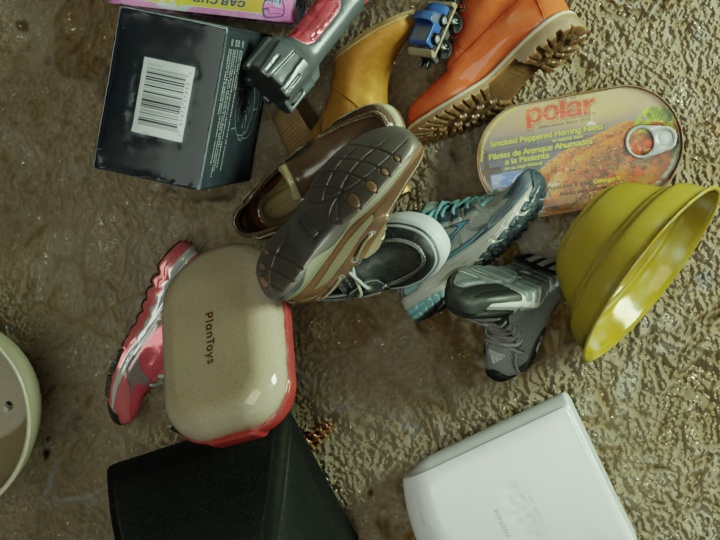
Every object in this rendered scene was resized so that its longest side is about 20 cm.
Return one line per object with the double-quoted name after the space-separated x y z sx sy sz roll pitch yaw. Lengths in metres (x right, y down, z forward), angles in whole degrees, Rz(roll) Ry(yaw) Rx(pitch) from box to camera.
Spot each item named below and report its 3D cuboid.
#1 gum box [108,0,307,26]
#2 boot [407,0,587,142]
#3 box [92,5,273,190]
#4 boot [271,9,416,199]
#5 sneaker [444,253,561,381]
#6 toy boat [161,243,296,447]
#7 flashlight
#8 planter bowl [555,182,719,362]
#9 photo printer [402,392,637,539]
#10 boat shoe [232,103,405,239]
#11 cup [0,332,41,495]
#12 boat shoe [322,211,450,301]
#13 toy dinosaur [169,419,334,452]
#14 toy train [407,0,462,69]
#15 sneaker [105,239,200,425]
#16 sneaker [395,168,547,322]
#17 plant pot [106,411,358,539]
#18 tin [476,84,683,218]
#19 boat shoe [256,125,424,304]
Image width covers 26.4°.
-0.150 -0.308 1.505 0.198 0.066 0.115 8 96 8 "gum box"
0.112 -0.209 1.482 0.199 0.075 0.108 -38 69 17 "boot"
-0.162 -0.163 1.455 0.106 0.200 0.150 12 97 9 "box"
0.014 -0.140 1.482 0.201 0.071 0.145 -38 79 29 "boot"
0.133 0.055 1.441 0.075 0.199 0.117 24 109 29 "sneaker"
-0.111 0.078 1.473 0.129 0.131 0.202 -15 62 21 "toy boat"
-0.038 -0.247 1.449 0.067 0.068 0.201 25 65 26 "flashlight"
0.239 -0.019 1.422 0.083 0.200 0.201 39 101 20 "planter bowl"
0.149 0.235 1.514 0.199 0.069 0.168 -25 92 11 "photo printer"
-0.043 -0.085 1.443 0.202 0.075 0.075 -38 79 33 "boat shoe"
-0.402 0.134 1.554 0.198 0.143 0.203 1 97 9 "cup"
0.000 0.000 1.468 0.199 0.071 0.073 -17 107 45 "boat shoe"
-0.126 0.185 1.557 0.198 0.102 0.137 -26 107 -7 "toy dinosaur"
0.091 -0.283 1.448 0.034 0.046 0.202 12 75 37 "toy train"
-0.191 0.075 1.550 0.086 0.074 0.202 26 99 4 "sneaker"
0.093 -0.038 1.473 0.087 0.077 0.200 51 119 9 "sneaker"
-0.122 0.286 1.470 0.198 0.178 0.201 -19 123 10 "plant pot"
0.211 -0.116 1.484 0.198 0.042 0.113 -8 99 10 "tin"
-0.011 -0.048 1.403 0.200 0.072 0.076 -46 50 16 "boat shoe"
